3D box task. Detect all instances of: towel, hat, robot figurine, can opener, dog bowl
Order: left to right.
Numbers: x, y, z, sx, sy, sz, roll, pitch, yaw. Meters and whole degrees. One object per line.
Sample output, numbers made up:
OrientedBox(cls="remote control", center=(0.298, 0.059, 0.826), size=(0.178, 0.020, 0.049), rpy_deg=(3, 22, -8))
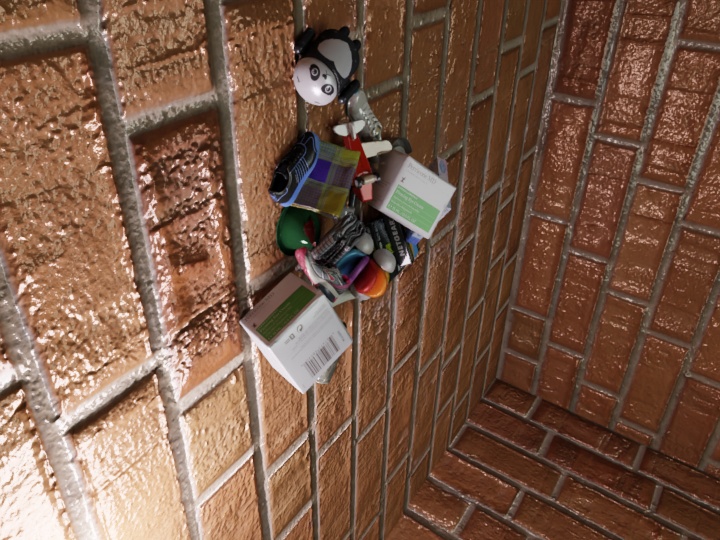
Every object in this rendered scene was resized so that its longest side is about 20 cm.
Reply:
OrientedBox(cls="hat", center=(-0.112, -0.092, 1.550), size=(0.200, 0.173, 0.169), rpy_deg=(-47, 143, -34))
OrientedBox(cls="towel", center=(-0.091, -0.237, 1.523), size=(0.023, 0.140, 0.205), rpy_deg=(85, 24, -74))
OrientedBox(cls="robot figurine", center=(-0.077, -0.493, 1.416), size=(0.202, 0.147, 0.126), rpy_deg=(-56, 162, -24))
OrientedBox(cls="towel", center=(-0.074, -0.058, 1.617), size=(0.165, 0.086, 0.201), rpy_deg=(-41, -172, 26))
OrientedBox(cls="can opener", center=(-0.039, -0.210, 1.757), size=(0.067, 0.051, 0.206), rpy_deg=(-92, -169, -69))
OrientedBox(cls="dog bowl", center=(0.095, -0.331, 1.897), size=(0.199, 0.057, 0.205), rpy_deg=(-40, 140, -44))

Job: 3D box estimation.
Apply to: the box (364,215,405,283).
OrientedBox(cls="box", center=(0.077, -0.073, 1.918), size=(0.200, 0.046, 0.198), rpy_deg=(-35, 109, -66))

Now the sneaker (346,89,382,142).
OrientedBox(cls="sneaker", center=(0.018, -0.425, 1.677), size=(0.077, 0.079, 0.202), rpy_deg=(-52, 146, -25))

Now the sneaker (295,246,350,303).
OrientedBox(cls="sneaker", center=(-0.098, -0.002, 1.494), size=(0.074, 0.081, 0.200), rpy_deg=(-40, 139, 1))

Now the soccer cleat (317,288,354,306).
OrientedBox(cls="soccer cleat", center=(-0.075, 0.077, 1.851), size=(0.198, 0.069, 0.079), rpy_deg=(3, 116, -57))

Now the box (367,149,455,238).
OrientedBox(cls="box", center=(0.132, -0.233, 1.738), size=(0.196, 0.200, 0.174), rpy_deg=(26, 97, -28))

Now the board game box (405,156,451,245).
OrientedBox(cls="board game box", center=(0.210, -0.221, 1.883), size=(0.199, 0.042, 0.205), rpy_deg=(-46, -146, 45))

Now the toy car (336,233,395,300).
OrientedBox(cls="toy car", center=(0.000, 0.000, 1.763), size=(0.176, 0.198, 0.151), rpy_deg=(-49, -171, 22))

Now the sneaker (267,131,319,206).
OrientedBox(cls="sneaker", center=(-0.165, -0.261, 1.464), size=(0.205, 0.069, 0.078), rpy_deg=(-67, 156, -5))

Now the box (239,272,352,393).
OrientedBox(cls="box", center=(-0.166, 0.160, 1.547), size=(0.199, 0.170, 0.202), rpy_deg=(-43, 129, -17))

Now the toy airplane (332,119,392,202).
OrientedBox(cls="toy airplane", center=(-0.025, -0.312, 1.629), size=(0.197, 0.141, 0.204), rpy_deg=(28, 74, -16))

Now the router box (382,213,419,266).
OrientedBox(cls="router box", center=(0.136, -0.135, 1.965), size=(0.150, 0.050, 0.205), rpy_deg=(-54, 127, -63))

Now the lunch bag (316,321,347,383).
OrientedBox(cls="lunch bag", center=(-0.110, 0.229, 1.751), size=(0.200, 0.115, 0.168), rpy_deg=(-147, -104, -83))
